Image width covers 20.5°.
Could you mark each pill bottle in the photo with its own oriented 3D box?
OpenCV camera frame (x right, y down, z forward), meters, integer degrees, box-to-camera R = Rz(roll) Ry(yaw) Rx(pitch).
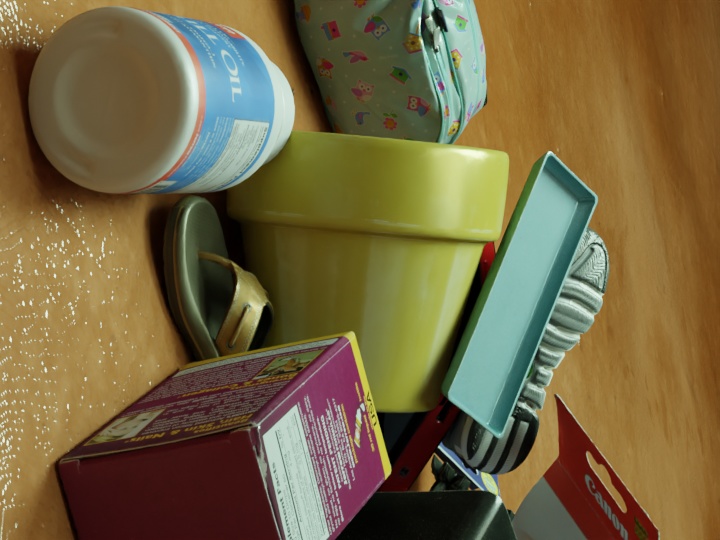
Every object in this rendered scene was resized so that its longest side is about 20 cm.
[{"bbox_3d":[-0.116,-0.105,1.259,0.200,0.112,0.113,-9,88,-71],"label":"pill bottle"}]

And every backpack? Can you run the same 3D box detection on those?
[{"bbox_3d":[0.026,-0.192,1.665,0.127,0.166,0.201,-46,128,-43],"label":"backpack"}]

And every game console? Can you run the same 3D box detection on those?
[{"bbox_3d":[0.051,0.061,1.539,0.031,0.200,0.177,19,35,-18],"label":"game console"}]

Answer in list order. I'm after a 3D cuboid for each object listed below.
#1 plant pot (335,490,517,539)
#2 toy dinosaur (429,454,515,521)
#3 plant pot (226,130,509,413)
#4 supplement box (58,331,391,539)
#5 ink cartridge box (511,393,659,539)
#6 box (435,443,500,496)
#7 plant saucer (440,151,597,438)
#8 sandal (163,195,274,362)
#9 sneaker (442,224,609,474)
[{"bbox_3d":[0.001,0.275,1.279,0.178,0.199,0.200,-55,131,-49],"label":"plant pot"},{"bbox_3d":[0.060,0.232,1.603,0.102,0.136,0.200,36,-5,-11],"label":"toy dinosaur"},{"bbox_3d":[0.000,0.000,1.428,0.201,0.200,0.190,-3,98,-70],"label":"plant pot"},{"bbox_3d":[-0.076,0.120,1.220,0.200,0.131,0.104,-38,115,-67],"label":"supplement box"},{"bbox_3d":[0.160,0.216,1.455,0.162,0.050,0.200,-124,-159,-48],"label":"ink cartridge box"},{"bbox_3d":[0.070,0.102,1.705,0.121,0.032,0.200,47,25,-37],"label":"box"},{"bbox_3d":[0.113,0.017,1.430,0.070,0.019,0.200,39,66,-40],"label":"plant saucer"},{"bbox_3d":[-0.084,0.044,1.351,0.080,0.054,0.201,-34,112,-69],"label":"sandal"},{"bbox_3d":[0.109,0.052,1.520,0.075,0.115,0.200,30,82,-22],"label":"sneaker"}]
